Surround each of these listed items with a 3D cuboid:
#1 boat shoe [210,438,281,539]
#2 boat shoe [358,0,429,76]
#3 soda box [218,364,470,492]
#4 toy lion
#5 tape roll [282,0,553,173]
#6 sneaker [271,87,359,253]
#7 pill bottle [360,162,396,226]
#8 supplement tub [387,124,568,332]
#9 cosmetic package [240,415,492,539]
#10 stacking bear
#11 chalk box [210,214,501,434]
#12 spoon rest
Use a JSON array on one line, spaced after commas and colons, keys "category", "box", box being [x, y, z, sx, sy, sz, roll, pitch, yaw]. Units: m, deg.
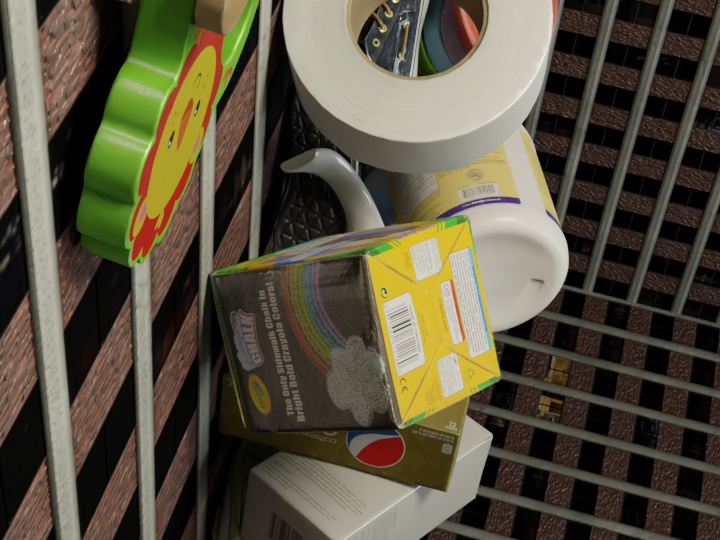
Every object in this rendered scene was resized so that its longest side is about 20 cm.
[{"category": "boat shoe", "box": [-0.100, 0.222, 1.307, 0.068, 0.074, 0.201, -46, -158, 34]}, {"category": "boat shoe", "box": [0.015, -0.227, 1.325, 0.091, 0.070, 0.203, -24, 119, -60]}, {"category": "soda box", "box": [-0.014, 0.114, 1.214, 0.064, 0.198, 0.068, -67, 170, -52]}, {"category": "toy lion", "box": [-0.091, -0.107, 0.761, 0.201, 0.068, 0.193, -67, 176, -55]}, {"category": "tape roll", "box": [0.042, -0.178, 1.102, 0.071, 0.200, 0.205, 77, 28, -74]}, {"category": "sneaker", "box": [-0.029, -0.074, 1.238, 0.083, 0.071, 0.203, -70, 169, -78]}, {"category": "pill bottle", "box": [0.055, -0.109, 1.539, 0.111, 0.109, 0.202, 96, -5, -51]}, {"category": "supplement tub", "box": [0.101, -0.060, 1.353, 0.201, 0.143, 0.146, -101, -167, -45]}, {"category": "cosmetic package", "box": [0.007, 0.181, 1.258, 0.199, 0.107, 0.086, -26, 139, -39]}, {"category": "stacking bear", "box": [0.081, -0.232, 1.424, 0.199, 0.120, 0.115, 2, -79, 55]}, {"category": "chalk box", "box": [-0.019, 0.042, 1.073, 0.123, 0.199, 0.126, -20, 100, -46]}, {"category": "spoon rest", "box": [0.000, 0.000, 1.166, 0.060, 0.099, 0.202, -20, 92, -51]}]
